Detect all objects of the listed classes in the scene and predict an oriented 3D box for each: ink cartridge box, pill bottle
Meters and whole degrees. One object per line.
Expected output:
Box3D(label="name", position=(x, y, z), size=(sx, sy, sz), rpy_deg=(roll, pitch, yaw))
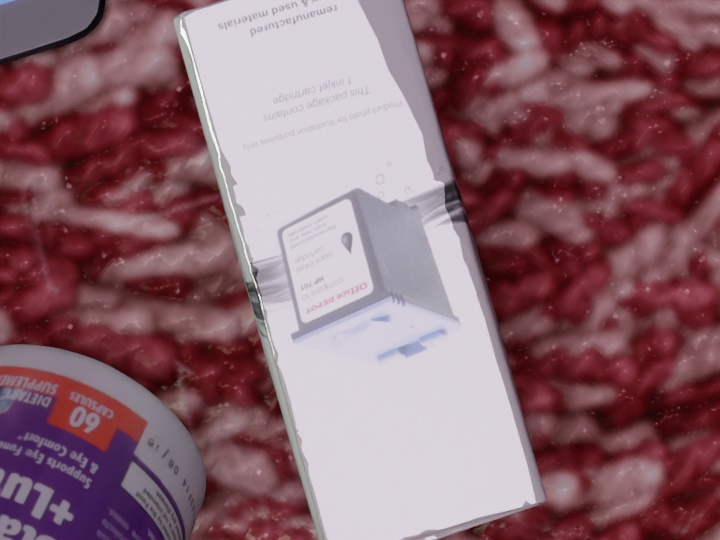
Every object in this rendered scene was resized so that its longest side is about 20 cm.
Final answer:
Box3D(label="ink cartridge box", position=(0.000, 0.000, 0.915), size=(0.085, 0.146, 0.201), rpy_deg=(-18, 87, 0))
Box3D(label="pill bottle", position=(-0.138, 0.134, 0.886), size=(0.111, 0.112, 0.201), rpy_deg=(19, 50, 3))

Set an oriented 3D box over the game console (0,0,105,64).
Box3D(label="game console", position=(-0.214, -0.167, 0.952), size=(0.118, 0.172, 0.201), rpy_deg=(-20, 86, 28))
